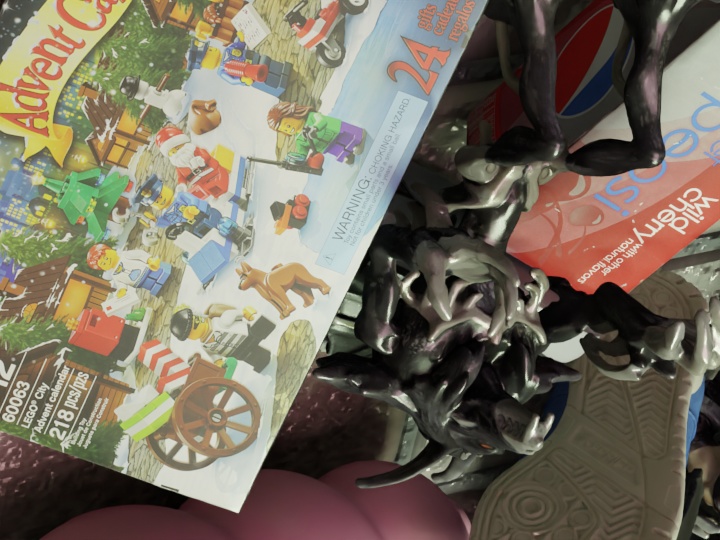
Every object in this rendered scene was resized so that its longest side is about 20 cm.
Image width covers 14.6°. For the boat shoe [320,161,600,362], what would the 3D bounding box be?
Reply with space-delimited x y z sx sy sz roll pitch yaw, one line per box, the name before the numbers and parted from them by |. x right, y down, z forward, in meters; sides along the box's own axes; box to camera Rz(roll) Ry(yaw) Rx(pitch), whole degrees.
boat shoe | 0.001 0.002 0.986 0.199 0.074 0.068 22 115 -44

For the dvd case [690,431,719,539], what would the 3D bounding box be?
dvd case | 0.116 0.157 1.248 0.200 0.022 0.146 -34 139 -10

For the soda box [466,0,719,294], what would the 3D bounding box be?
soda box | 0.124 -0.074 0.963 0.070 0.064 0.200 29 129 -28

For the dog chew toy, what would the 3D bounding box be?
dog chew toy | -0.040 0.130 1.030 0.200 0.124 0.125 -22 135 -34

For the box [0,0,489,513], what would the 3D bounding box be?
box | -0.062 -0.033 0.884 0.136 0.038 0.200 20 113 -14

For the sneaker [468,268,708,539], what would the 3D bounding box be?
sneaker | 0.087 0.101 1.080 0.200 0.077 0.111 -69 166 -45

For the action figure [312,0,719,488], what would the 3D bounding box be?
action figure | 0.056 -0.005 0.904 0.119 0.102 0.201 3 112 -33

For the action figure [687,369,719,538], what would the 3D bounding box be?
action figure | 0.188 0.051 1.140 0.069 0.130 0.201 -15 121 -61
